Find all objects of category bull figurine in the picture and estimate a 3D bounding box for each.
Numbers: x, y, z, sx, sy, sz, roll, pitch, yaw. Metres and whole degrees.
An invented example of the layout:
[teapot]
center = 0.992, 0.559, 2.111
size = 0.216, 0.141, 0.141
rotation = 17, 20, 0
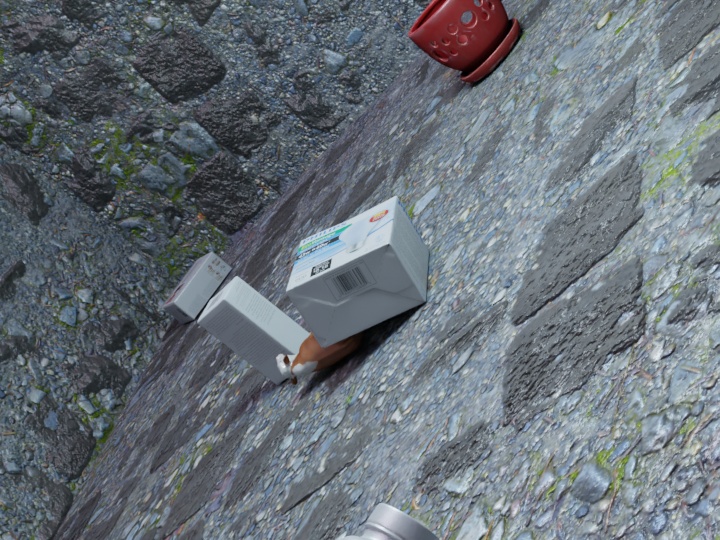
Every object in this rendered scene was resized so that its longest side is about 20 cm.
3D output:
[bull figurine]
center = -0.061, 0.126, 2.152
size = 0.200, 0.065, 0.121
rotation = -24, 25, 42

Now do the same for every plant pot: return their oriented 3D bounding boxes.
[plant pot]
center = 0.234, -0.527, 2.707
size = 0.200, 0.182, 0.200
rotation = -47, 14, 16

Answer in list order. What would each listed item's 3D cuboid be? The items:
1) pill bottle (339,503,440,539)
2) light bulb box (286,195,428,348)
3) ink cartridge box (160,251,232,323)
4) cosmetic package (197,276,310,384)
[pill bottle]
center = -0.001, 0.346, 1.283
size = 0.200, 0.111, 0.111
rotation = -55, 14, -19
[light bulb box]
center = 0.000, 0.000, 2.069
size = 0.198, 0.125, 0.200
rotation = -25, 21, 15
[ink cartridge box]
center = -0.494, 0.054, 3.722
size = 0.200, 0.084, 0.176
rotation = -55, 14, -20
[cosmetic package]
center = -0.193, 0.114, 2.334
size = 0.101, 0.200, 0.071
rotation = -38, 18, 41
